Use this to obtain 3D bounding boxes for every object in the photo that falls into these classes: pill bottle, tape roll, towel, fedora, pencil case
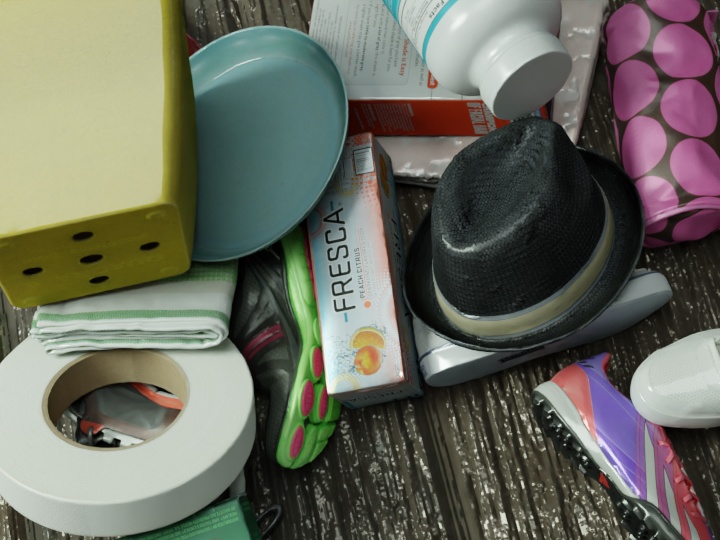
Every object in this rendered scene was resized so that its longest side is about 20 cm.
[{"bbox_3d":[0.078,-0.209,1.065,0.110,0.111,0.201,-30,65,-2],"label":"pill bottle"},{"bbox_3d":[-0.175,0.104,1.029,0.200,0.037,0.204,0,40,0],"label":"tape roll"},{"bbox_3d":[-0.168,-0.002,1.117,0.147,0.031,0.201,0,32,0],"label":"towel"},{"bbox_3d":[0.112,-0.041,1.039,0.198,0.092,0.202,-10,49,12],"label":"fedora"},{"bbox_3d":[0.246,-0.118,1.112,0.092,0.091,0.203,2,68,-10],"label":"pencil case"},{"bbox_3d":[0.094,-0.154,1.185,0.197,0.032,0.193,9,70,16],"label":"towel"}]

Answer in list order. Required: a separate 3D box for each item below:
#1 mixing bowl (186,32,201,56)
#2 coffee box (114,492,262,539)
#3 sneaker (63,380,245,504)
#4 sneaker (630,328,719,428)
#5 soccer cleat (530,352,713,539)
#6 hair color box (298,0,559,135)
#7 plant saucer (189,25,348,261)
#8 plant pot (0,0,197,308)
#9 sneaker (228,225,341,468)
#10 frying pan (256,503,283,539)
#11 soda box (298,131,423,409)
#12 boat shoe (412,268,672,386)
[{"bbox_3d":[-0.228,-0.159,1.211,0.197,0.109,0.203,-4,67,9],"label":"mixing bowl"},{"bbox_3d":[-0.107,0.274,1.005,0.121,0.044,0.202,-20,83,3],"label":"coffee box"},{"bbox_3d":[-0.172,0.131,1.080,0.199,0.078,0.082,29,41,32],"label":"sneaker"},{"bbox_3d":[0.289,0.046,0.994,0.197,0.116,0.074,-12,59,-6],"label":"sneaker"},{"bbox_3d":[0.207,0.145,1.018,0.073,0.068,0.200,-33,63,-12],"label":"soccer cleat"},{"bbox_3d":[0.058,-0.171,1.149,0.197,0.064,0.112,2,67,15],"label":"hair color box"},{"bbox_3d":[-0.092,-0.097,1.116,0.198,0.027,0.203,-11,65,24],"label":"plant saucer"},{"bbox_3d":[-0.207,-0.088,1.017,0.197,0.200,0.179,-12,70,-7],"label":"plant pot"},{"bbox_3d":[-0.064,0.062,1.111,0.083,0.077,0.202,-16,58,19],"label":"sneaker"},{"bbox_3d":[-0.124,0.263,1.056,0.188,0.031,0.116,-27,66,2],"label":"frying pan"},{"bbox_3d":[0.000,0.000,1.103,0.063,0.068,0.203,-11,72,13],"label":"soda box"},{"bbox_3d":[0.134,0.026,1.077,0.197,0.074,0.066,-17,69,3],"label":"boat shoe"}]
